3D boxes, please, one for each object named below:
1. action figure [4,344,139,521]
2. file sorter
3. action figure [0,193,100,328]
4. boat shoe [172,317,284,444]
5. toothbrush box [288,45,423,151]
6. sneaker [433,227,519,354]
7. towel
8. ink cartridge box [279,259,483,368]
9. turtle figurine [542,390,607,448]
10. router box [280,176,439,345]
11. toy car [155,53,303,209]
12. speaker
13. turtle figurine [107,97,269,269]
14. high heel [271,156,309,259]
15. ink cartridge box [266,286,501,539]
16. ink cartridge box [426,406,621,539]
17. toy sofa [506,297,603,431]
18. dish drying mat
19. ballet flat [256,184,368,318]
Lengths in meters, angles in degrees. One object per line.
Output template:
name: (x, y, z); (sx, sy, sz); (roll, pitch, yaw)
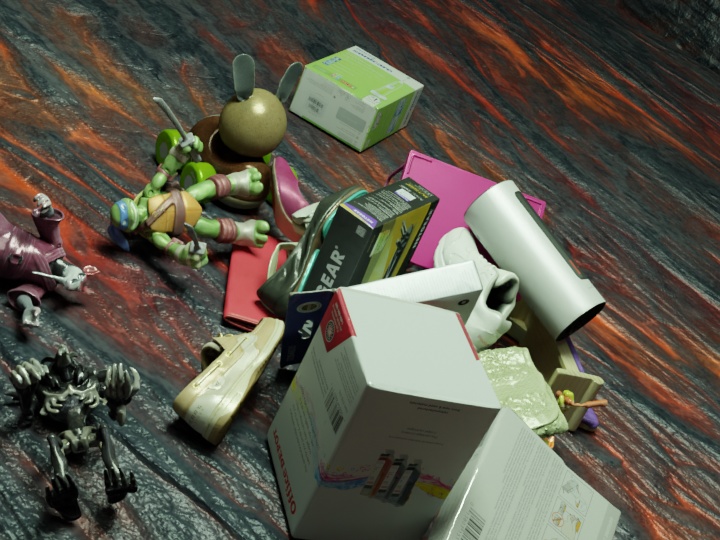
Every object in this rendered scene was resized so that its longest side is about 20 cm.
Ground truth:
action figure: (-0.260, 0.124, 1.070); (0.118, 0.103, 0.201); (-5, 41, -24)
file sorter: (0.121, -0.050, 1.570); (0.198, 0.140, 0.125); (20, -12, -12)
action figure: (-0.377, -0.013, 1.239); (0.199, 0.135, 0.149); (25, -16, -24)
boat shoe: (-0.138, 0.099, 1.227); (0.069, 0.074, 0.200); (30, 30, 0)
toothbrush box: (-0.004, -0.289, 1.938); (0.145, 0.087, 0.200); (31, 31, 12)
sneaker: (0.149, 0.018, 1.419); (0.078, 0.099, 0.201); (40, 32, -38)
towel: (0.117, 0.152, 1.297); (0.198, 0.037, 0.149); (-14, 38, -11)
ink cartridge box: (0.017, 0.064, 1.249); (0.198, 0.200, 0.041); (-10, 66, -11)
turtle figurine: (0.176, 0.166, 1.360); (0.199, 0.065, 0.161); (-22, 41, -27)
router box: (0.000, 0.000, 1.360); (0.052, 0.201, 0.157); (35, 32, 19)
toy car: (-0.156, -0.200, 1.563); (0.163, 0.201, 0.158); (-3, 39, -40)
speaker: (0.216, -0.011, 1.452); (0.081, 0.081, 0.201); (-14, 62, -48)
turtle figurine: (-0.183, -0.079, 1.375); (0.193, 0.200, 0.145); (-5, 52, -46)
high heel: (-0.059, -0.070, 1.491); (0.095, 0.068, 0.201); (-8, 50, -11)
ink cartridge box: (0.015, 0.149, 1.138); (0.143, 0.201, 0.146); (12, 33, -25)
ink cartridge box: (0.164, 0.265, 1.167); (0.176, 0.045, 0.200); (43, 45, -9)
toy sofa: (0.255, 0.109, 1.498); (0.097, 0.083, 0.201); (14, 31, -16)
dish drying mat: (-0.126, 0.014, 1.431); (0.076, 0.018, 0.201); (19, 31, -13)
ballet flat: (-0.063, -0.034, 1.399); (0.068, 0.068, 0.201); (20, 60, 20)
